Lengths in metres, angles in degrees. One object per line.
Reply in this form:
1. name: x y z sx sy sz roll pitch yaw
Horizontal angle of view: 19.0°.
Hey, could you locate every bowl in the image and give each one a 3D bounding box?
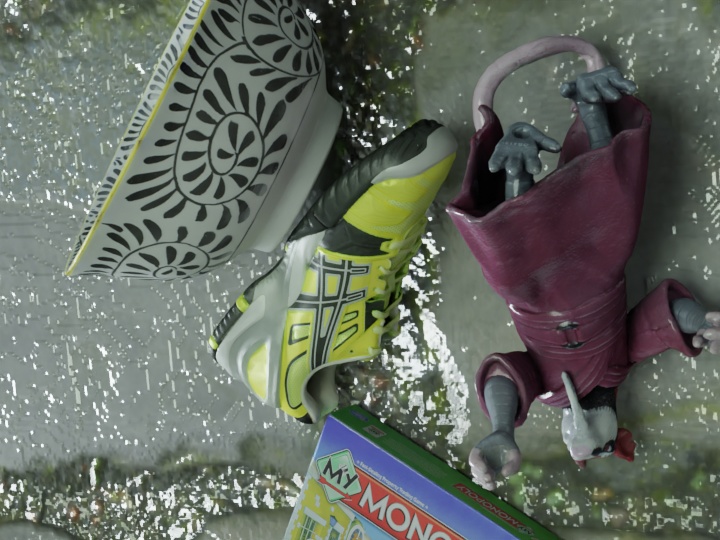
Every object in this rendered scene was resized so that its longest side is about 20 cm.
1. bowl: -0.070 -0.068 1.123 0.094 0.201 0.201 27 118 -10

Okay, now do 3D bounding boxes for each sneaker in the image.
1. sneaker: 0.000 0.000 1.132 0.076 0.075 0.200 44 128 8

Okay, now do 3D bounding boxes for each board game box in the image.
1. board game box: 0.044 0.179 1.145 0.200 0.029 0.135 31 115 28

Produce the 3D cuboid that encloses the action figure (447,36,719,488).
1. action figure: 0.091 0.012 1.031 0.149 0.134 0.200 -120 15 -56
